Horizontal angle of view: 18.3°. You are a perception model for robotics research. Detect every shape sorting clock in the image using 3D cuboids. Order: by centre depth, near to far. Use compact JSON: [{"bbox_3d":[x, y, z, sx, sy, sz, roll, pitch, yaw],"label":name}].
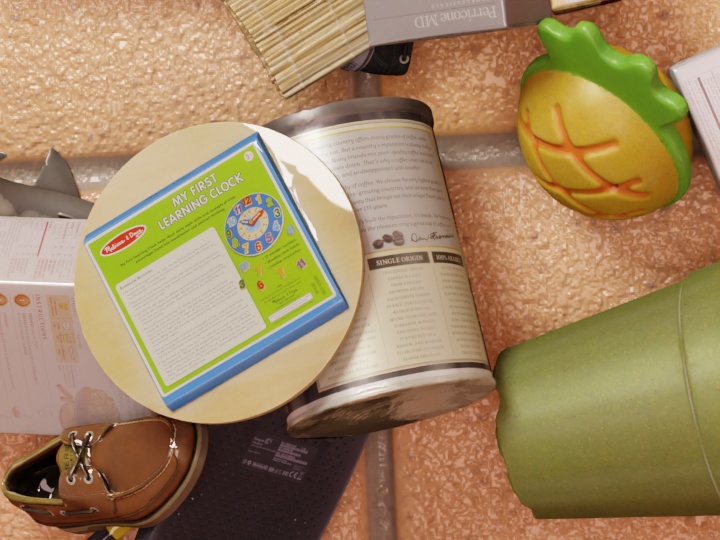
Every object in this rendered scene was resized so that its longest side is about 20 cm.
[{"bbox_3d":[-0.093,0.001,1.464,0.200,0.039,0.200,-2,84,14],"label":"shape sorting clock"}]

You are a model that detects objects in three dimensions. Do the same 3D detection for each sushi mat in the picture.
[{"bbox_3d":[0.007,-0.207,1.531,0.200,0.012,0.096,-32,104,-5],"label":"sushi mat"}]

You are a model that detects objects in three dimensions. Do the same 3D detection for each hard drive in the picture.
[{"bbox_3d":[-0.085,0.165,1.594,0.135,0.042,0.200,19,104,-35],"label":"hard drive"}]

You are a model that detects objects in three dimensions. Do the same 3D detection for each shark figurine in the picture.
[{"bbox_3d":[-0.232,-0.062,1.593,0.128,0.214,0.090,-21,50,36],"label":"shark figurine"}]

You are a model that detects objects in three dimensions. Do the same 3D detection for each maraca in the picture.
[{"bbox_3d":[0.166,-0.103,1.508,0.137,0.200,0.107,30,70,15],"label":"maraca"}]

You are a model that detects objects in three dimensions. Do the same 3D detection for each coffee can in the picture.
[{"bbox_3d":[0.000,0.000,1.525,0.146,0.146,0.200,-15,76,6],"label":"coffee can"}]

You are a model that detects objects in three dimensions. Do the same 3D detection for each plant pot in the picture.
[{"bbox_3d":[0.198,0.095,1.537,0.190,0.200,0.200,-13,94,20],"label":"plant pot"}]

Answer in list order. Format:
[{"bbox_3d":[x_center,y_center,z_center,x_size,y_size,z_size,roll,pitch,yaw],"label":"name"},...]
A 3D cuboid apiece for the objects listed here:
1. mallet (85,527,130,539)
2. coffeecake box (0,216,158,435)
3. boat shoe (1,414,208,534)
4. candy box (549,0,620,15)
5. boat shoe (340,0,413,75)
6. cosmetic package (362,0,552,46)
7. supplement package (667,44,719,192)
[{"bbox_3d":[-0.183,0.179,1.642,0.200,0.041,0.066,-34,92,11],"label":"mallet"},{"bbox_3d":[-0.215,0.041,1.575,0.200,0.073,0.154,2,133,5],"label":"coffeecake box"},{"bbox_3d":[-0.183,0.143,1.563,0.068,0.200,0.072,22,57,-31],"label":"boat shoe"},{"bbox_3d":[0.137,-0.279,1.528,0.056,0.117,0.200,-13,94,7],"label":"candy box"},{"bbox_3d":[0.028,-0.234,1.574,0.057,0.069,0.200,13,96,-22],"label":"boat shoe"},{"bbox_3d":[0.053,-0.251,1.461,0.107,0.090,0.200,-7,93,27],"label":"cosmetic package"},{"bbox_3d":[0.324,-0.128,1.527,0.200,0.110,0.114,-23,92,7],"label":"supplement package"}]
